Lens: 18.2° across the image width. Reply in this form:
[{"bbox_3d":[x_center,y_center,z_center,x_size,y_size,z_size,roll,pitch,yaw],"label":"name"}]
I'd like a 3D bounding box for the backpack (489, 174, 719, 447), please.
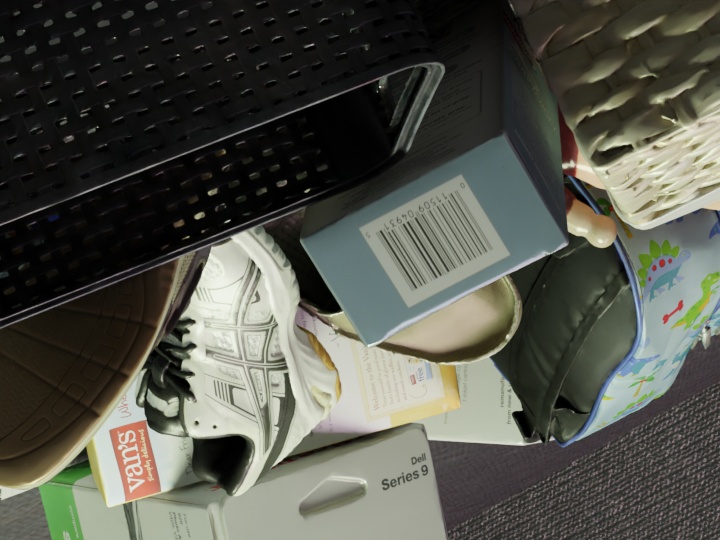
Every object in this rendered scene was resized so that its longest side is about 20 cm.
[{"bbox_3d":[0.133,-0.025,1.256,0.146,0.183,0.200,-28,163,-22],"label":"backpack"}]

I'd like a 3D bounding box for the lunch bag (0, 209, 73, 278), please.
[{"bbox_3d":[-0.194,0.013,1.010,0.160,0.076,0.200,-29,168,4],"label":"lunch bag"}]

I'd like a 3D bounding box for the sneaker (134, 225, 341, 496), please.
[{"bbox_3d":[-0.073,0.034,1.055,0.088,0.075,0.200,-50,138,-20],"label":"sneaker"}]

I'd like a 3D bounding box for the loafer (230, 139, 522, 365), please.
[{"bbox_3d":[0.000,0.000,1.108,0.199,0.068,0.076,24,100,-25],"label":"loafer"}]

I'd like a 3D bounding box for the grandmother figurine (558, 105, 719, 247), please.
[{"bbox_3d":[0.110,-0.073,1.115,0.199,0.122,0.061,7,-175,16],"label":"grandmother figurine"}]

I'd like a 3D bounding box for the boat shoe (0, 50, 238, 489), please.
[{"bbox_3d":[-0.101,0.004,0.939,0.065,0.072,0.201,62,48,-67],"label":"boat shoe"}]

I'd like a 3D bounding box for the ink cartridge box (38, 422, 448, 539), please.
[{"bbox_3d":[-0.067,0.138,1.250,0.145,0.085,0.200,-18,-171,-32],"label":"ink cartridge box"}]

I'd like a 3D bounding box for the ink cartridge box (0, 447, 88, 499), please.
[{"bbox_3d":[-0.176,0.070,1.290,0.199,0.076,0.148,-21,168,-15],"label":"ink cartridge box"}]

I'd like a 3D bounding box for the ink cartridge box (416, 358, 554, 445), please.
[{"bbox_3d":[0.040,0.067,1.486,0.199,0.086,0.146,0,179,24],"label":"ink cartridge box"}]

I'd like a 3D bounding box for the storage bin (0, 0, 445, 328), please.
[{"bbox_3d":[-0.082,-0.065,0.849,0.199,0.094,0.135,-23,168,-13],"label":"storage bin"}]

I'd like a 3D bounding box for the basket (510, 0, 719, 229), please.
[{"bbox_3d":[0.172,-0.125,1.008,0.199,0.136,0.123,-27,164,12],"label":"basket"}]

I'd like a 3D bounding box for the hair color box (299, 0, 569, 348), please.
[{"bbox_3d":[0.035,-0.051,1.002,0.099,0.061,0.200,-27,-160,14],"label":"hair color box"}]

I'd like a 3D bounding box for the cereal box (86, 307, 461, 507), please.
[{"bbox_3d":[-0.054,0.028,1.161,0.199,0.145,0.040,-14,-157,-13],"label":"cereal box"}]
